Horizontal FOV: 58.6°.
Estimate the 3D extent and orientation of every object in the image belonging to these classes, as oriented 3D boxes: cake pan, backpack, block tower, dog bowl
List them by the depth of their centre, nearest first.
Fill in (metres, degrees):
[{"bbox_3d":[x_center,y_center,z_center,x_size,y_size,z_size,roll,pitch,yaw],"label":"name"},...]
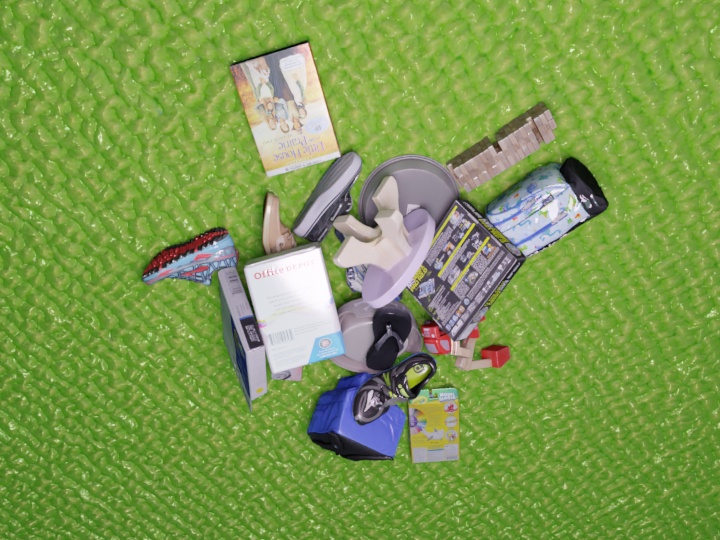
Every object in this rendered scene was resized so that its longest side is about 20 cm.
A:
[{"bbox_3d":[0.252,-0.216,1.142,0.198,0.058,0.054,-31,114,16],"label":"block tower"},{"bbox_3d":[0.322,-0.107,1.156,0.153,0.164,0.201,35,119,-9],"label":"backpack"},{"bbox_3d":[0.093,-0.114,1.204,0.195,0.037,0.204,-1,118,-1],"label":"cake pan"},{"bbox_3d":[0.026,0.129,1.288,0.195,0.060,0.202,-1,140,-1],"label":"dog bowl"},{"bbox_3d":[-0.009,0.315,1.359,0.161,0.170,0.199,32,151,-15],"label":"backpack"}]

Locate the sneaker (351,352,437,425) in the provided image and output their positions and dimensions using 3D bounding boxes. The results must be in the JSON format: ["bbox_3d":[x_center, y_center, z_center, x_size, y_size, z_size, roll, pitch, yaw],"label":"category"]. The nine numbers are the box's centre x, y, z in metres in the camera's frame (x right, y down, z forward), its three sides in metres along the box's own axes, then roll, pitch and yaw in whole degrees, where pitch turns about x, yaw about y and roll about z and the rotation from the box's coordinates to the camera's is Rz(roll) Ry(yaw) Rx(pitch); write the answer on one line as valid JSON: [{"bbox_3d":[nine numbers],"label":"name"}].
[{"bbox_3d":[0.065,0.227,1.244,0.198,0.083,0.072,-33,93,-7],"label":"sneaker"}]

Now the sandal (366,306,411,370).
[{"bbox_3d":[0.055,0.139,1.221,0.074,0.043,0.202,3,139,-4],"label":"sandal"}]

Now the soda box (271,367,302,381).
[{"bbox_3d":[-0.145,0.126,1.313,0.067,0.064,0.204,5,117,-4],"label":"soda box"}]

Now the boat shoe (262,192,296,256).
[{"bbox_3d":[-0.153,-0.056,1.217,0.063,0.072,0.203,-2,128,-6],"label":"boat shoe"}]

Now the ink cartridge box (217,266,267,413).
[{"bbox_3d":[-0.226,0.134,1.230,0.046,0.199,0.202,-16,142,-18],"label":"ink cartridge box"}]

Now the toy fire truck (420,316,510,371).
[{"bbox_3d":[0.213,0.148,1.293,0.197,0.048,0.144,-18,100,-35],"label":"toy fire truck"}]

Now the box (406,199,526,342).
[{"bbox_3d":[0.182,0.001,1.163,0.044,0.161,0.202,-6,136,-49],"label":"box"}]

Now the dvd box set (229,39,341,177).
[{"bbox_3d":[-0.128,-0.278,1.118,0.143,0.030,0.203,-13,117,6],"label":"dvd box set"}]

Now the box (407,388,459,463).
[{"bbox_3d":[0.164,0.340,1.442,0.114,0.049,0.204,-4,120,2],"label":"box"}]

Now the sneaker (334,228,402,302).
[{"bbox_3d":[0.000,0.000,1.244,0.084,0.078,0.201,-28,115,18],"label":"sneaker"}]

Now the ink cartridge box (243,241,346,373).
[{"bbox_3d":[-0.118,0.064,1.168,0.141,0.085,0.204,-14,102,-3],"label":"ink cartridge box"}]

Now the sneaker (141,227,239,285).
[{"bbox_3d":[-0.326,-0.001,1.235,0.196,0.080,0.097,-21,119,10],"label":"sneaker"}]

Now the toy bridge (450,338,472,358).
[{"bbox_3d":[0.197,0.063,1.237,0.066,0.027,0.205,15,80,-32],"label":"toy bridge"}]

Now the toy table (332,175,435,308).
[{"bbox_3d":[0.038,-0.053,1.112,0.117,0.202,0.182,42,146,-27],"label":"toy table"}]

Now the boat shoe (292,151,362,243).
[{"bbox_3d":[-0.048,-0.132,1.183,0.070,0.073,0.200,27,125,-24],"label":"boat shoe"}]
